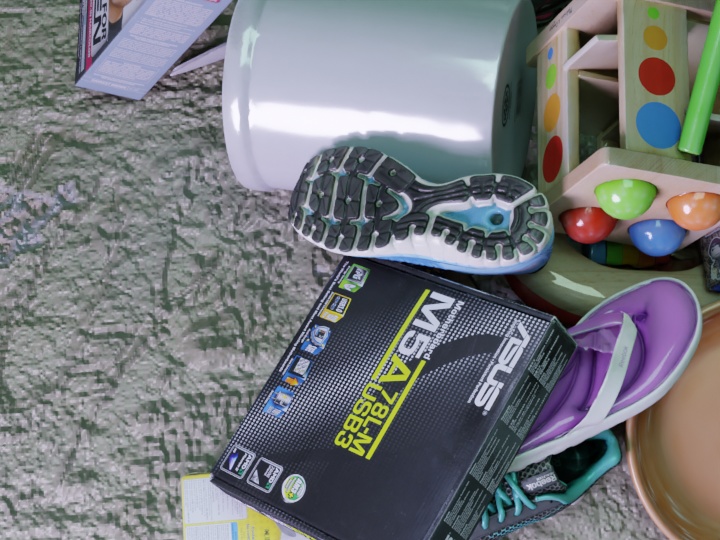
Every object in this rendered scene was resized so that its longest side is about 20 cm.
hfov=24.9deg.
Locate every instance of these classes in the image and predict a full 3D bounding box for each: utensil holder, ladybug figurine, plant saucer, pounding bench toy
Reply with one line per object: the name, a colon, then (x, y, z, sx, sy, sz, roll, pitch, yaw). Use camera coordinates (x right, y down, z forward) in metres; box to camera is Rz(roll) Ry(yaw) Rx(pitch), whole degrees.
utensil holder: (0.019, -0.134, 1.210, 0.199, 0.170, 0.171, 8, 68, 17)
ladybug figurine: (0.188, -0.004, 1.215, 0.199, 0.072, 0.136, 5, 44, -11)
plant saucer: (0.285, 0.116, 1.174, 0.199, 0.037, 0.201, 0, 90, -6)
pounding bench toy: (0.206, -0.108, 1.095, 0.124, 0.200, 0.157, 9, 70, -17)

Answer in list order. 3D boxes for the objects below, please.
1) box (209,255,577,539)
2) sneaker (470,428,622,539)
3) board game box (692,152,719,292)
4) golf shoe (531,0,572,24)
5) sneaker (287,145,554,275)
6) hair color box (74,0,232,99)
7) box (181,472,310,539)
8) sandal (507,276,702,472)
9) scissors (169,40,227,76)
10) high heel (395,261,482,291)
box: (0.019, 0.097, 1.106, 0.193, 0.048, 0.201, 19, 72, 44)
sneaker: (0.098, 0.149, 1.130, 0.199, 0.091, 0.078, -24, 82, -30)
board game box: (0.329, -0.080, 1.205, 0.159, 0.097, 0.201, 13, 61, -32)
golf shoe: (0.097, -0.215, 1.306, 0.200, 0.088, 0.077, -34, 74, -9)
sneaker: (0.042, -0.027, 1.139, 0.199, 0.090, 0.079, 13, 74, 23)
hair color box: (-0.155, -0.219, 1.248, 0.060, 0.200, 0.100, 11, 66, -28)
box: (-0.025, 0.197, 1.168, 0.199, 0.048, 0.118, -5, 68, 1)
sandal: (0.149, 0.070, 1.101, 0.202, 0.050, 0.083, -36, 58, -9)
scissors: (-0.058, -0.197, 1.332, 0.200, 0.073, 0.014, -36, 42, 9)
high heel: (0.109, 0.037, 1.173, 0.199, 0.071, 0.143, 1, 90, 27)
